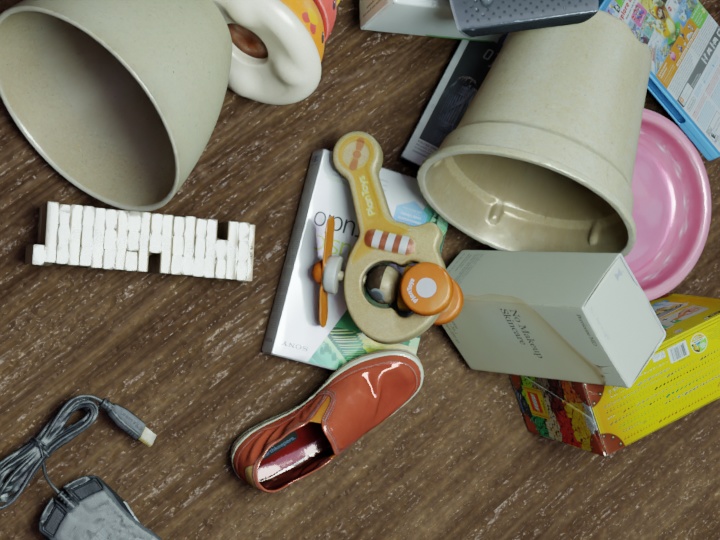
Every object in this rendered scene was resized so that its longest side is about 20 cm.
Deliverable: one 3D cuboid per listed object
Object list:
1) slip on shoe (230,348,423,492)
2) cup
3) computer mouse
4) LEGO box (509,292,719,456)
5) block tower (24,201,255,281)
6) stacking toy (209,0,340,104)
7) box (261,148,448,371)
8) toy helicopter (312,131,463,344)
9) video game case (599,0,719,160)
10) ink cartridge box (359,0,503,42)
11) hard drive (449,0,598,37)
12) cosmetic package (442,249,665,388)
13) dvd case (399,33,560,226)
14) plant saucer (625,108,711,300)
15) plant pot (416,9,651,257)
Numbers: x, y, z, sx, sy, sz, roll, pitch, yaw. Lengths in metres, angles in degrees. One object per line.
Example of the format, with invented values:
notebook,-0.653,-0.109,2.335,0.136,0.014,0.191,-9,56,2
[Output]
slip on shoe,-0.025,0.142,1.200,0.200,0.061,0.074,-30,118,-8
cup,-0.191,-0.171,1.100,0.200,0.200,0.143,50,54,-13
computer mouse,-0.221,0.206,1.159,0.200,0.046,0.140,43,72,-10
LEGO box,0.271,0.097,1.281,0.200,0.149,0.077,-23,101,-18
block tower,-0.193,-0.025,1.161,0.199,0.054,0.058,4,88,-21
stacking toy,-0.062,-0.264,1.186,0.146,0.146,0.200,40,61,-16
box,0.000,0.000,1.241,0.144,0.036,0.201,15,86,-19
toy helicopter,0.008,-0.029,1.189,0.132,0.079,0.201,-17,78,10
video game case,0.328,-0.230,1.347,0.200,0.018,0.143,46,54,-15
ink cartridge box,0.076,-0.328,1.229,0.145,0.087,0.201,1,82,-21
hard drive,0.133,-0.301,1.146,0.134,0.042,0.201,-7,73,3
cosmetic package,0.167,0.041,1.203,0.073,0.200,0.104,-49,119,-26
dvd case,0.149,-0.162,1.276,0.150,0.025,0.200,27,81,4
plant saucer,0.263,-0.066,1.331,0.200,0.051,0.201,0,90,-19
plant pot,0.174,-0.131,1.176,0.200,0.200,0.184,28,68,-18
